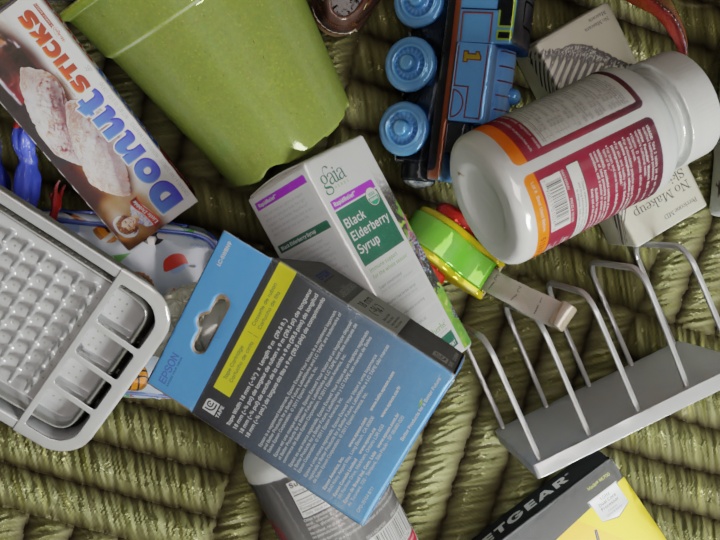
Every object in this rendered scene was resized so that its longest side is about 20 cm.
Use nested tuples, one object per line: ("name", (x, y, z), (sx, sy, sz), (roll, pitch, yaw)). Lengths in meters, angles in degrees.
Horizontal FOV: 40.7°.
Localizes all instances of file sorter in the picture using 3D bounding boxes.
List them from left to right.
("file sorter", (0.203, 0.068, 0.850), (0.198, 0.139, 0.126), (-24, 95, -4))

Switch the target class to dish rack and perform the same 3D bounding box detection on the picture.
("dish rack", (-0.258, 0.029, 0.737), (0.199, 0.044, 0.172), (34, 111, -15))

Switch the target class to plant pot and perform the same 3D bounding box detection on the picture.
("plant pot", (-0.106, -0.178, 0.781), (0.199, 0.200, 0.191), (-35, 109, -2))

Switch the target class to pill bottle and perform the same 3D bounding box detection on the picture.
("pill bottle", (-0.035, 0.186, 0.846), (0.110, 0.111, 0.202), (-27, 97, -3))
("pill bottle", (0.179, -0.094, 0.770), (0.198, 0.109, 0.111), (-26, 97, -15))

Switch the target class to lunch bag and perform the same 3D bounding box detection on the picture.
("lunch bag", (-0.210, 0.024, 0.832), (0.197, 0.076, 0.163), (6, 92, -6))

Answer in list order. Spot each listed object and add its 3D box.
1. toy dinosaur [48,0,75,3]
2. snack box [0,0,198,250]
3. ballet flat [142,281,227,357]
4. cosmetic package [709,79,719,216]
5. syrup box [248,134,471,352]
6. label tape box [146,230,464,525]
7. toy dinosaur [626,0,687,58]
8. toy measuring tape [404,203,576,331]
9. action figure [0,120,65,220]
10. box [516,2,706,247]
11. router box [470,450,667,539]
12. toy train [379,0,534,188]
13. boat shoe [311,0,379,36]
("toy dinosaur", (-0.229, -0.294, 0.798), (0.197, 0.102, 0.137), (-11, 106, -10))
("snack box", (-0.212, -0.111, 0.741), (0.072, 0.024, 0.201), (-35, 119, 1))
("ballet flat", (-0.082, 0.043, 0.806), (0.198, 0.071, 0.073), (-1, 96, -41))
("cosmetic package", (0.436, -0.123, 0.844), (0.197, 0.165, 0.167), (2, 94, -6))
("syrup box", (0.000, 0.000, 0.800), (0.079, 0.081, 0.202), (-33, 97, -46))
("label tape box", (-0.041, 0.075, 0.741), (0.199, 0.063, 0.145), (32, 107, 6))
("toy dinosaur", (0.181, -0.277, 0.812), (0.180, 0.105, 0.203), (0, 75, 33))
("toy measuring tape", (0.090, -0.009, 0.809), (0.073, 0.199, 0.074), (-18, 121, -32))
("action figure", (-0.273, -0.052, 0.768), (0.064, 0.052, 0.203), (0, 94, 0))
("box", (0.222, -0.127, 0.869), (0.082, 0.068, 0.201), (-31, 97, -4))
("router box", (0.188, 0.287, 0.908), (0.199, 0.051, 0.150), (-37, 96, -2))
("toy train", (0.084, -0.169, 0.827), (0.113, 0.087, 0.203), (8, 94, 23))
("boat shoe", (0.014, -0.299, 0.831), (0.070, 0.070, 0.202), (18, 92, -7))
